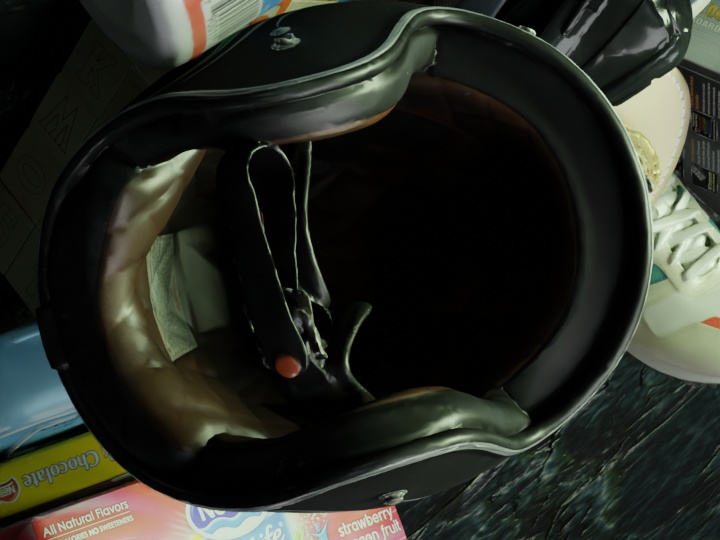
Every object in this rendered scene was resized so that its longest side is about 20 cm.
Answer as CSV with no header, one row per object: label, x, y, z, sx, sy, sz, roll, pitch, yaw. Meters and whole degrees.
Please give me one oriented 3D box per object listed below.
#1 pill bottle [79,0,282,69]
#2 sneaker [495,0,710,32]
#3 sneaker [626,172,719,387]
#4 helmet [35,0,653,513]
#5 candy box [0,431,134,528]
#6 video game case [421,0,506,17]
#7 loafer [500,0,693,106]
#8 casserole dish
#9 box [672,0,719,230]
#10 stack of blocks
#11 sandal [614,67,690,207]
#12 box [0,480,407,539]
pill bottle,-0.017,-0.166,0.779,0.199,0.112,0.113,-35,156,-15
sneaker,0.103,-0.135,1.058,0.200,0.075,0.085,-41,159,-1
sneaker,0.140,-0.024,1.158,0.070,0.200,0.094,-34,150,-27
helmet,0.000,-0.006,0.829,0.190,0.200,0.201,-19,148,-50
candy box,-0.151,0.098,1.018,0.198,0.027,0.102,-20,177,-1
video game case,0.008,-0.078,0.978,0.201,0.019,0.143,-55,-167,26
loafer,0.051,-0.077,0.996,0.200,0.068,0.070,-35,119,20
casserole dish,-0.133,0.051,0.964,0.120,0.039,0.200,-18,173,-21
box,0.191,-0.071,1.183,0.049,0.158,0.200,-56,158,-19
stack of blocks,-0.062,-0.074,0.932,0.115,0.059,0.201,-6,138,-53
sandal,0.095,-0.005,1.083,0.212,0.070,0.078,-45,122,2
box,-0.079,0.140,1.023,0.199,0.100,0.095,-15,172,-43
